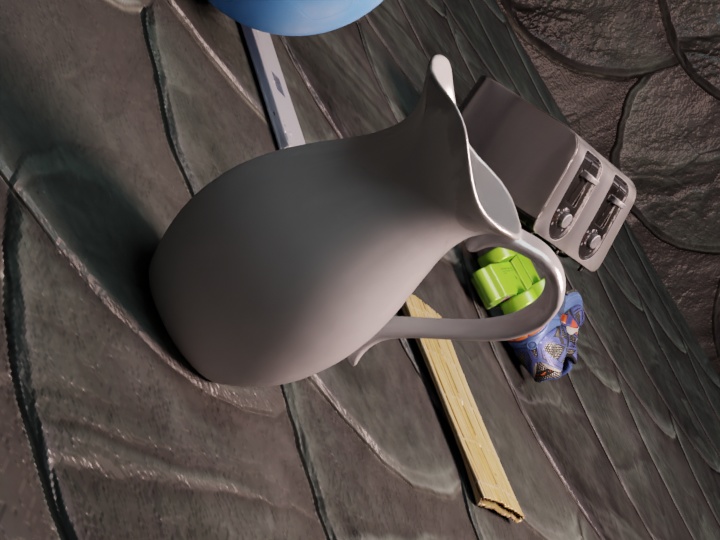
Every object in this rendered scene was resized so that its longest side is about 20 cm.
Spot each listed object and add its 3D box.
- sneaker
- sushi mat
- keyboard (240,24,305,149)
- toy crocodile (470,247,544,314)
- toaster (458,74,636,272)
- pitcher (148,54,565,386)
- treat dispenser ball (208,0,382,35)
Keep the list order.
[{"bbox_3d":[0.196,0.073,1.785,0.200,0.075,0.079,-21,91,-68],"label":"sneaker"},{"bbox_3d":[0.081,0.110,1.397,0.096,0.012,0.201,36,28,-57],"label":"sushi mat"},{"bbox_3d":[-0.072,-0.155,1.385,0.056,0.011,0.201,51,17,-53],"label":"keyboard"},{"bbox_3d":[0.150,0.011,1.758,0.068,0.061,0.200,60,18,3],"label":"toy crocodile"},{"bbox_3d":[0.184,-0.106,1.850,0.200,0.119,0.181,37,4,34],"label":"toaster"},{"bbox_3d":[0.000,0.000,0.944,0.172,0.199,0.122,55,15,-23],"label":"pitcher"},{"bbox_3d":[-0.051,-0.282,1.307,0.201,0.200,0.201,55,15,-23],"label":"treat dispenser ball"}]
